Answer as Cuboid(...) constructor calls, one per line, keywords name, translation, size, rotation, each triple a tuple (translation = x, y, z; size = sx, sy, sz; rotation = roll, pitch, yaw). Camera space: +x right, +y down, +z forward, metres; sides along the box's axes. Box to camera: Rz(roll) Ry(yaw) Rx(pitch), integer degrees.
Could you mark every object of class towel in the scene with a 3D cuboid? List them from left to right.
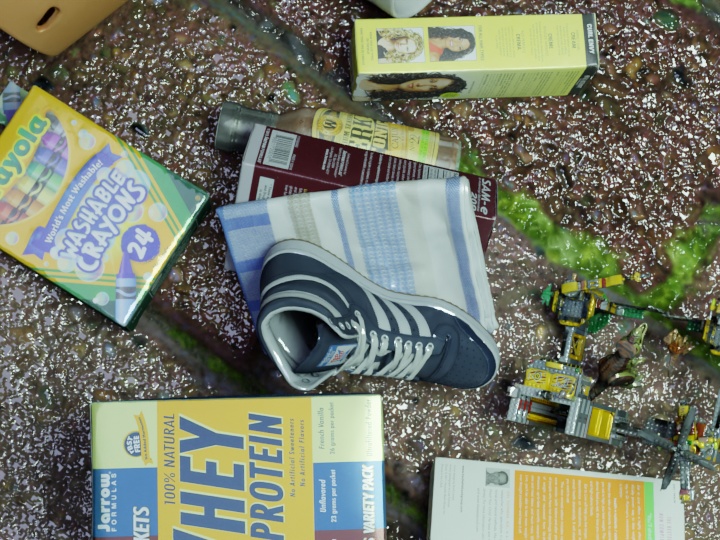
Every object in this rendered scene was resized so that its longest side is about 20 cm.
Cuboid(name="towel", translation=(0.000, 0.000, 1.011), size=(0.199, 0.024, 0.148), rotation=(-6, 126, 11))

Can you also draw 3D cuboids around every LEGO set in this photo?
Cuboid(name="LEGO set", translation=(0.203, 0.075, 0.998), size=(0.199, 0.116, 0.155), rotation=(20, 90, 35))

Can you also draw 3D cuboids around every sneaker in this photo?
Cuboid(name="sneaker", translation=(0.012, 0.056, 0.964), size=(0.199, 0.109, 0.070), rotation=(26, 117, -8))

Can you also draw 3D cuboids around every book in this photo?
Cuboid(name="book", translation=(0.151, 0.223, 1.020), size=(0.199, 0.048, 0.134), rotation=(7, 57, -1))

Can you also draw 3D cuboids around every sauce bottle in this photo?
Cuboid(name="sauce bottle", translation=(-0.019, -0.097, 1.068), size=(0.199, 0.065, 0.065), rotation=(11, 81, -3))

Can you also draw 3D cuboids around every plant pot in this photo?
Cuboid(name="plant pot", translation=(-0.251, -0.265, 1.021), size=(0.200, 0.200, 0.140), rotation=(41, 97, 2))

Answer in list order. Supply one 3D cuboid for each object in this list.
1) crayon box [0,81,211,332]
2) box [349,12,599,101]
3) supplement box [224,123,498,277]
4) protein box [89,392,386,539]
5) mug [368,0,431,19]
Cuboid(name="crayon box", translation=(-0.237, -0.057, 1.053), size=(0.199, 0.052, 0.126), rotation=(32, 81, 1))
Cuboid(name="box", translation=(0.092, -0.176, 1.084), size=(0.198, 0.075, 0.050), rotation=(-3, 80, -4))
Cuboid(name="supplement box", translation=(0.000, -0.037, 1.035), size=(0.199, 0.109, 0.061), rotation=(13, 38, -2))
Cuboid(name="protein box", translation=(-0.085, 0.159, 0.953), size=(0.197, 0.200, 0.136), rotation=(-1, 85, -3))
Cuboid(name="mug", translation=(-0.002, -0.316, 1.034), size=(0.175, 0.200, 0.148), rotation=(37, 90, 11))
